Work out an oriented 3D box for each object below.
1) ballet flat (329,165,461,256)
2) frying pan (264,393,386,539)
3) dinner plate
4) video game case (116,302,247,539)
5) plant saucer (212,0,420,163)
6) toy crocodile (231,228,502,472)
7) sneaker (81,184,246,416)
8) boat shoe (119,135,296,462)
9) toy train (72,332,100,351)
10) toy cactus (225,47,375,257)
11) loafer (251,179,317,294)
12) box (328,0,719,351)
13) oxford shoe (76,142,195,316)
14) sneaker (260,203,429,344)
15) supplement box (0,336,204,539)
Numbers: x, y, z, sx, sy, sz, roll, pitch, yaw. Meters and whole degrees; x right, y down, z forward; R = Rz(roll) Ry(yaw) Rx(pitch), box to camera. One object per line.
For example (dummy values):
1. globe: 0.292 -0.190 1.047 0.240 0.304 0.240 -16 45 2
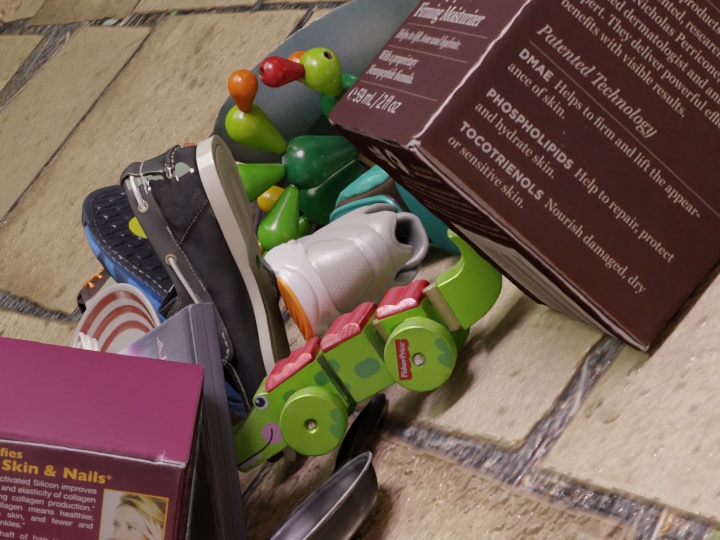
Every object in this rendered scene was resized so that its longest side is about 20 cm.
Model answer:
1. ballet flat: 0.049 -0.048 1.744 0.070 0.067 0.200 -42 15 -21
2. frying pan: -0.027 0.135 1.599 0.115 0.031 0.190 -44 4 12
3. dinner plate: -0.151 0.109 1.853 0.200 0.024 0.201 -22 65 59
4. video game case: -0.110 0.107 1.690 0.200 0.019 0.143 148 115 -68
5. plant saucer: -0.002 -0.117 1.937 0.201 0.039 0.201 -27 -18 -10
6. toy crocodile: -0.001 0.048 1.622 0.200 0.062 0.068 -33 9 21
7. sneaker: -0.122 0.020 1.885 0.066 0.079 0.200 -21 46 -27
8. boat shoe: -0.082 0.022 1.711 0.067 0.201 0.072 -16 16 7
9. toy train: -0.219 0.139 1.896 0.200 0.055 0.151 -61 36 39
10. toy cactus: -0.011 -0.073 1.863 0.165 0.201 0.102 -20 46 -25
11. loafer: -0.089 0.005 1.983 0.072 0.063 0.200 -30 26 50
12. box: 0.120 -0.094 1.478 0.200 0.164 0.166 -51 17 -4
13. oxford shoe: -0.150 0.006 1.958 0.071 0.072 0.201 114 168 -75
14. sneaker: 0.000 0.000 1.730 0.092 0.076 0.200 -29 2 2
15. supplement box: -0.161 0.150 1.590 0.103 0.130 0.201 -82 2 -60
